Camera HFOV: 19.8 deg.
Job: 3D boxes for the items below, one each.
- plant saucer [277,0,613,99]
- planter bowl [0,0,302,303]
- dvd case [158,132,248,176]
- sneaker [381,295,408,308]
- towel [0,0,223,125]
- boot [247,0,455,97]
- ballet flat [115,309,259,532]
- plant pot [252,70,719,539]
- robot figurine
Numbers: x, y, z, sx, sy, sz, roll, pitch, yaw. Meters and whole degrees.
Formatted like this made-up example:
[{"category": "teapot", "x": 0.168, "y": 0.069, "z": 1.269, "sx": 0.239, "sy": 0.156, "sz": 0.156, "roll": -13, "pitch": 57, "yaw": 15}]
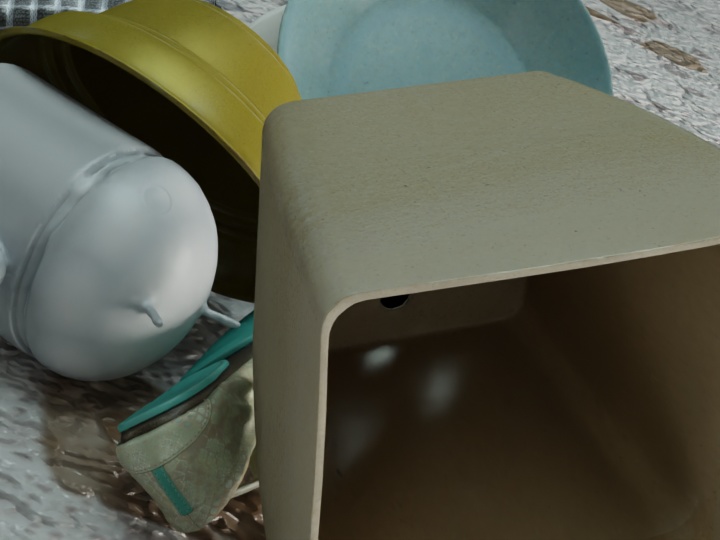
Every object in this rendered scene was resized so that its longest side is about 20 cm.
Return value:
[{"category": "plant saucer", "x": 0.044, "y": -0.102, "z": 1.160, "sx": 0.199, "sy": 0.203, "sz": 0.039, "roll": 17, "pitch": -21, "yaw": -12}, {"category": "planter bowl", "x": -0.089, "y": -0.079, "z": 1.052, "sx": 0.199, "sy": 0.201, "sz": 0.084, "roll": 29, "pitch": 66, "yaw": 18}, {"category": "dvd case", "x": -0.104, "y": -0.083, "z": 1.202, "sx": 0.198, "sy": 0.022, "sz": 0.146, "roll": 7, "pitch": 14, "yaw": 22}, {"category": "sneaker", "x": -0.001, "y": 0.003, "z": 1.134, "sx": 0.198, "sy": 0.060, "sz": 0.104, "roll": 23, "pitch": 16, "yaw": -8}, {"category": "towel", "x": -0.161, "y": -0.142, "z": 1.200, "sx": 0.164, "sy": 0.086, "sz": 0.200, "roll": 1, "pitch": 16, "yaw": -4}, {"category": "boot", "x": -0.002, "y": -0.124, "z": 1.224, "sx": 0.199, "sy": 0.073, "sz": 0.090, "roll": -17, "pitch": -5, "yaw": -25}, {"category": "ballet flat", "x": -0.056, "y": 0.065, "z": 0.952, "sx": 0.063, "sy": 0.067, "sz": 0.200, "roll": 60, "pitch": 26, "yaw": -6}, {"category": "plant pot", "x": 0.047, "y": 0.026, "z": 0.837, "sx": 0.198, "sy": 0.201, "sz": 0.178, "roll": -8, "pitch": 38, "yaw": -17}, {"category": "robot figurine", "x": -0.148, "y": -0.023, "z": 0.979, "sx": 0.199, "sy": 0.114, "sz": 0.169, "roll": 32, "pitch": 25, "yaw": 25}]
